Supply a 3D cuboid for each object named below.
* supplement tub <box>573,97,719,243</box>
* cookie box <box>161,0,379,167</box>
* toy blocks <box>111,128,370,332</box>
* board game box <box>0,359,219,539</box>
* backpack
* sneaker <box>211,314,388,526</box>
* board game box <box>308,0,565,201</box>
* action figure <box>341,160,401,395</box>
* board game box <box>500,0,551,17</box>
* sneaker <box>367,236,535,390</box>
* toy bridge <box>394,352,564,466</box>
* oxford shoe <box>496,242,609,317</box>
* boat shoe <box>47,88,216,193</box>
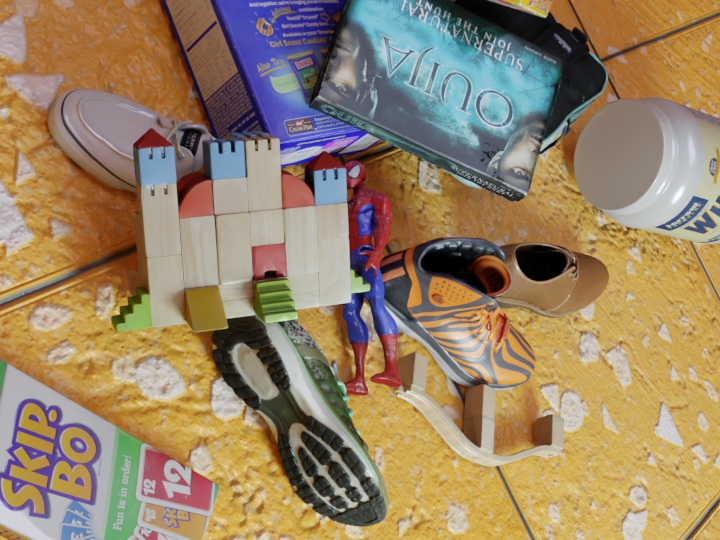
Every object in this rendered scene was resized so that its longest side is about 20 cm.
[{"bbox_3d":[0.352,-0.113,1.225,0.199,0.145,0.146,8,66,-39],"label":"supplement tub"},{"bbox_3d":[-0.069,-0.197,0.937,0.170,0.075,0.202,-16,82,-44],"label":"cookie box"},{"bbox_3d":[-0.087,-0.040,0.789,0.198,0.100,0.138,-6,104,-19],"label":"toy blocks"},{"bbox_3d":[-0.190,0.141,0.712,0.199,0.030,0.096,34,51,-23],"label":"board game box"},{"bbox_3d":[0.117,-0.177,1.038,0.176,0.153,0.200,49,41,-5],"label":"backpack"},{"bbox_3d":[-0.028,0.104,0.844,0.201,0.077,0.089,59,37,-7],"label":"sneaker"},{"bbox_3d":[0.068,-0.158,0.909,0.199,0.028,0.136,23,72,-14],"label":"board game box"},{"bbox_3d":[0.000,0.000,0.916,0.051,0.065,0.202,17,62,-41],"label":"action figure"},{"bbox_3d":[0.064,-0.267,0.944,0.199,0.030,0.095,26,15,18],"label":"board game box"},{"bbox_3d":[0.107,0.041,0.959,0.199,0.112,0.078,30,54,-29],"label":"sneaker"},{"bbox_3d":[0.107,0.137,0.975,0.199,0.027,0.068,25,57,-31],"label":"toy bridge"},{"bbox_3d":[0.197,0.005,1.087,0.199,0.071,0.072,0,70,-43],"label":"oxford shoe"},{"bbox_3d":[-0.138,-0.089,0.832,0.199,0.067,0.074,26,55,-31],"label":"boat shoe"}]
